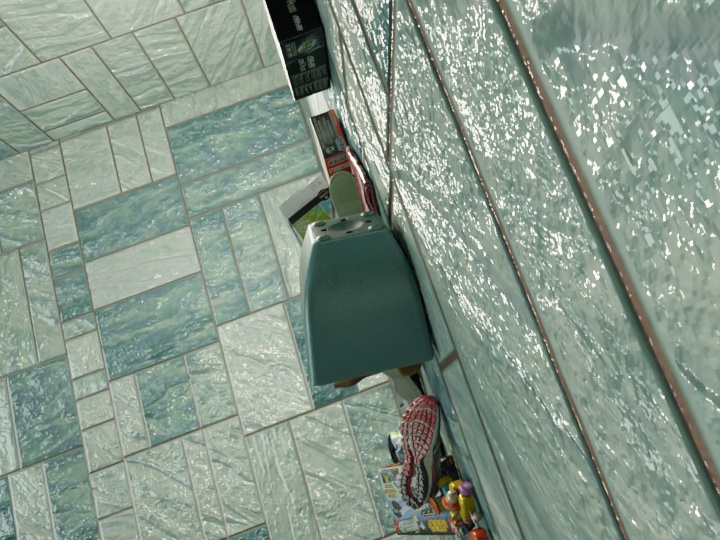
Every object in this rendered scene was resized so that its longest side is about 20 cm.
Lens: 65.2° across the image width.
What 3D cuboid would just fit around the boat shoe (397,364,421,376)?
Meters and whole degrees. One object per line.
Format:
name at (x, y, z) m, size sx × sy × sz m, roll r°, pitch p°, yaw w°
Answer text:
boat shoe at (0.063, 0.110, 1.086) m, size 0.070 × 0.069 × 0.205 m, roll -117°, pitch 8°, yaw -60°

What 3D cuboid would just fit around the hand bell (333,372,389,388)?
hand bell at (0.028, 0.242, 1.350) m, size 0.104 × 0.194 × 0.107 m, roll 161°, pitch 89°, yaw -87°

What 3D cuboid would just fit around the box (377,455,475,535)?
box at (0.128, 0.459, 1.142) m, size 0.198 × 0.039 × 0.141 m, roll -27°, pitch 77°, yaw 46°

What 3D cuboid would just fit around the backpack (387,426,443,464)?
backpack at (0.130, 0.426, 1.297) m, size 0.200 × 0.151 × 0.166 m, roll 45°, pitch -159°, yaw -48°

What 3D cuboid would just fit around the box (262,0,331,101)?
box at (-0.125, -0.457, 1.074) m, size 0.200 × 0.084 × 0.169 m, roll 82°, pitch 170°, yaw -77°

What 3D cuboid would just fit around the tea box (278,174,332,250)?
tea box at (-0.069, -0.073, 1.336) m, size 0.197 × 0.133 × 0.201 m, roll 48°, pitch 172°, yaw 29°

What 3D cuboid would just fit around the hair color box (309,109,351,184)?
hair color box at (-0.060, -0.260, 1.297) m, size 0.201 × 0.062 × 0.114 m, roll 74°, pitch 177°, yaw -71°

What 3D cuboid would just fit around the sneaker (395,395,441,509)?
sneaker at (0.118, 0.334, 1.055) m, size 0.079 × 0.073 × 0.207 m, roll 13°, pitch 99°, yaw 44°

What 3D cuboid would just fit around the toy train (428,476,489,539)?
toy train at (0.168, 0.437, 0.962) m, size 0.200 × 0.054 × 0.155 m, roll 132°, pitch 125°, yaw -76°

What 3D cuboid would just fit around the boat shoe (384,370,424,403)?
boat shoe at (0.100, 0.231, 1.251) m, size 0.202 × 0.072 × 0.061 m, roll 55°, pitch -131°, yaw -36°

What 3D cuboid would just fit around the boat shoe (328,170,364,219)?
boat shoe at (-0.017, -0.084, 1.058) m, size 0.061 × 0.069 × 0.208 m, roll -102°, pitch 3°, yaw -79°

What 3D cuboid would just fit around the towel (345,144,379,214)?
towel at (0.007, -0.144, 1.098) m, size 0.202 × 0.022 × 0.147 m, roll -111°, pitch 5°, yaw -57°

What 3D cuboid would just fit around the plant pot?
plant pot at (-0.008, 0.025, 0.881) m, size 0.196 × 0.190 × 0.206 m, roll -115°, pitch 15°, yaw -69°
